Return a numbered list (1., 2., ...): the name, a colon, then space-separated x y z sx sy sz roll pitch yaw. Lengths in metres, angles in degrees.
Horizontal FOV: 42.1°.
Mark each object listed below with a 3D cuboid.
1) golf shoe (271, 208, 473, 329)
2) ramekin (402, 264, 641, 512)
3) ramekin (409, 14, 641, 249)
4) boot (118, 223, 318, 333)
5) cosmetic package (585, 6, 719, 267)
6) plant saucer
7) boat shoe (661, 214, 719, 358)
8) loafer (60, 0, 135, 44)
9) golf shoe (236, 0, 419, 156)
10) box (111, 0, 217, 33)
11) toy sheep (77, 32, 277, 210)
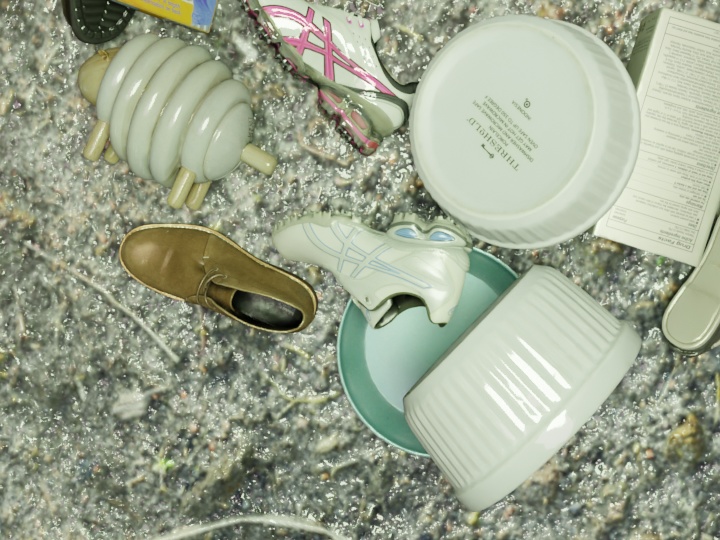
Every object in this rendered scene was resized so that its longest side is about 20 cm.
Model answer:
1. golf shoe: 0.000 0.000 0.824 0.196 0.078 0.100 5 82 31
2. ramekin: 0.123 0.089 0.772 0.105 0.200 0.200 44 96 6
3. ramekin: 0.132 -0.121 0.794 0.198 0.094 0.208 0 89 24
4. boot: -0.135 0.007 0.865 0.196 0.075 0.075 19 99 1
5. cosmetic package: 0.276 -0.117 0.834 0.101 0.073 0.204 17 97 1
6. plant saucer: 0.075 0.073 0.883 0.195 0.036 0.205 0 97 2
7. boat shoe: 0.348 -0.007 0.860 0.067 0.057 0.201 38 94 34
8. loafer: -0.241 -0.309 0.843 0.071 0.072 0.205 20 109 43
9. golf shoe: -0.031 -0.204 0.841 0.092 0.073 0.200 -43 103 0
10. box: -0.163 -0.325 0.816 0.117 0.041 0.204 11 100 -35
11. toy sheep: -0.161 -0.133 0.823 0.197 0.138 0.140 28 97 3
